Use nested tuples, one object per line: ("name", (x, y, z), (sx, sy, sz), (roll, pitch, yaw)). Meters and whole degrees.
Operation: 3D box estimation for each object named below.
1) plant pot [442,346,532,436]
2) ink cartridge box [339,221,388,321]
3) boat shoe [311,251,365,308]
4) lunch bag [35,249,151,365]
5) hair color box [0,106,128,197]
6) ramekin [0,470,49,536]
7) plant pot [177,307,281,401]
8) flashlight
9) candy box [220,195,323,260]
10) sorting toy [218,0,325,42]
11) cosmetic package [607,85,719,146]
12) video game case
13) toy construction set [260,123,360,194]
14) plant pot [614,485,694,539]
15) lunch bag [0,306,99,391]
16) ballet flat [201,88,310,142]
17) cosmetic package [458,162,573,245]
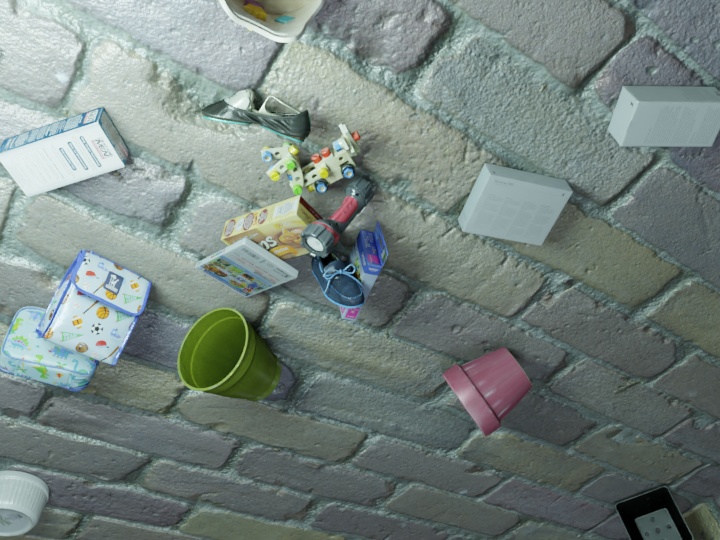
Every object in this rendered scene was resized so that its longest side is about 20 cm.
("plant pot", (0.343, 0.304, 1.737), (0.179, 0.200, 0.200), (-35, 129, 1))
("ink cartridge box", (0.000, 0.000, 1.448), (0.042, 0.120, 0.200), (13, 128, -21))
("boat shoe", (-0.058, 0.009, 1.396), (0.084, 0.200, 0.069), (-16, 126, -30))
("lunch bag", (-0.561, 0.077, 1.401), (0.170, 0.124, 0.201), (31, 77, -31))
("hair color box", (-0.543, -0.216, 1.211), (0.199, 0.061, 0.100), (-16, 132, 5))
("ramekin", (-1.007, 0.672, 1.884), (0.199, 0.105, 0.201), (-4, 131, -5))
("plant pot", (-0.290, 0.219, 1.562), (0.200, 0.201, 0.193), (-28, 141, 15))
("flashlight", (-0.042, -0.111, 1.300), (0.068, 0.200, 0.068), (40, 146, -7))
("candy box", (-0.172, -0.075, 1.354), (0.199, 0.056, 0.115), (-14, 139, 30))
("sorting toy", (-0.157, -0.414, 1.020), (0.199, 0.180, 0.107), (20, 125, -24))
("cosmetic package", (0.612, -0.306, 1.311), (0.199, 0.071, 0.102), (-1, 131, -8))
("video game case", (-0.246, -0.002, 1.416), (0.143, 0.018, 0.200), (34, 145, -31))
("toy construction set", (-0.081, -0.216, 1.273), (0.199, 0.092, 0.131), (-18, 132, 21))
("plant pot", (1.075, 0.931, 2.399), (0.199, 0.201, 0.177), (-27, 140, 14))
("lunch bag", (-0.677, 0.170, 1.463), (0.199, 0.161, 0.083), (18, 132, -21))
("ballet flat", (-0.186, -0.290, 1.200), (0.199, 0.068, 0.069), (12, 111, -8))
("cosmetic package", (0.332, -0.140, 1.425), (0.199, 0.052, 0.151), (9, 131, -16))
